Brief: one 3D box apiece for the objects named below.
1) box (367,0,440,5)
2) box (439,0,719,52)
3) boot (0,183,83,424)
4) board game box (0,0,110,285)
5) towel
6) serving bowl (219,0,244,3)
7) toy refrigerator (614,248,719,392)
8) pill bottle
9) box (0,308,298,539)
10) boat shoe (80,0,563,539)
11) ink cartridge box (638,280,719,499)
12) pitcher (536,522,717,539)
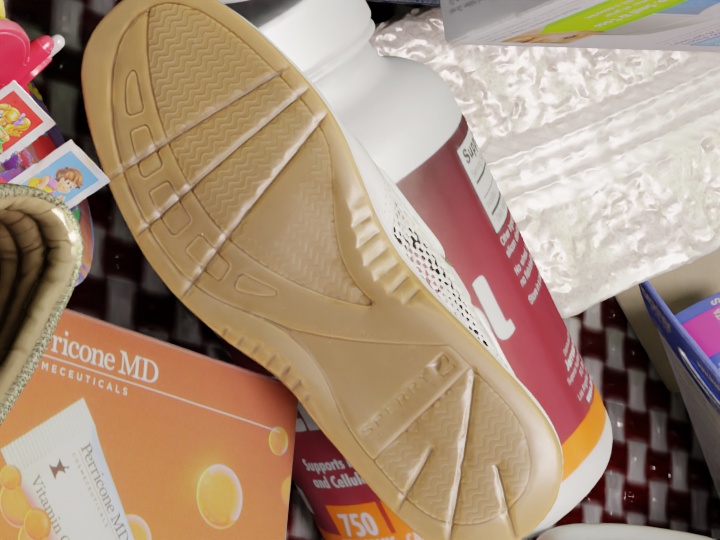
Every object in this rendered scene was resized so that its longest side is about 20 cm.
[{"bbox_3d":[-0.002,-0.199,0.849,0.136,0.040,0.201,3,78,-12],"label":"box"},{"bbox_3d":[0.134,-0.138,0.809,0.199,0.112,0.102,-2,82,-35],"label":"box"},{"bbox_3d":[-0.174,0.043,0.572,0.200,0.154,0.072,-45,118,-36],"label":"boot"},{"bbox_3d":[-0.130,-0.087,0.671,0.200,0.039,0.158,47,14,-30],"label":"board game box"},{"bbox_3d":[0.083,-0.057,0.890,0.199,0.034,0.133,-23,104,-12],"label":"towel"},{"bbox_3d":[-0.071,-0.166,0.762,0.199,0.066,0.201,9,61,-16],"label":"serving bowl"},{"bbox_3d":[0.131,-0.050,0.984,0.200,0.076,0.070,58,47,-21],"label":"toy refrigerator"},{"bbox_3d":[0.000,0.000,0.804,0.113,0.113,0.200,-44,113,-43],"label":"pill bottle"},{"bbox_3d":[-0.101,0.121,0.680,0.124,0.097,0.201,21,67,-43],"label":"box"},{"bbox_3d":[-0.012,0.000,0.710,0.200,0.071,0.069,54,7,3],"label":"boat shoe"},{"bbox_3d":[0.176,0.094,0.945,0.200,0.042,0.119,62,-1,-37],"label":"ink cartridge box"},{"bbox_3d":[0.110,0.193,0.792,0.171,0.121,0.201,2,98,-31],"label":"pitcher"}]
